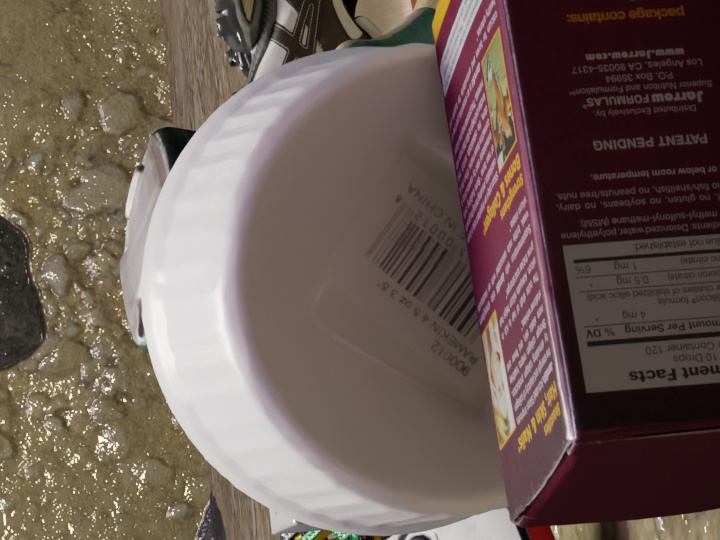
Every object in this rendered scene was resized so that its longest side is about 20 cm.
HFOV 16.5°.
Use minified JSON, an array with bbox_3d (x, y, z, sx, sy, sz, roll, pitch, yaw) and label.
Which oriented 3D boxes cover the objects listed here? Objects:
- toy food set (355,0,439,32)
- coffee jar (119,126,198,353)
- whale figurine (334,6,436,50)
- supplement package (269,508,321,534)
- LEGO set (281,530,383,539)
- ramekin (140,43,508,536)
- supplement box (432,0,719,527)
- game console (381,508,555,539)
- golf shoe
[{"bbox_3d":[0.012,-0.210,1.316,0.200,0.060,0.144,117,147,-74],"label":"toy food set"},{"bbox_3d":[0.000,0.000,1.080,0.104,0.199,0.086,-111,33,-62],"label":"coffee jar"},{"bbox_3d":[0.025,-0.019,1.182,0.104,0.159,0.201,26,126,34],"label":"whale figurine"},{"bbox_3d":[0.002,0.035,1.342,0.117,0.117,0.201,134,130,-77],"label":"supplement package"},{"bbox_3d":[0.025,0.226,1.457,0.154,0.115,0.201,-53,38,31],"label":"LEGO set"},{"bbox_3d":[0.021,0.005,0.979,0.098,0.199,0.202,168,97,-73],"label":"ramekin"},{"bbox_3d":[0.087,-0.023,0.865,0.110,0.085,0.201,110,154,-68],"label":"supplement box"},{"bbox_3d":[0.043,0.210,1.092,0.177,0.031,0.201,-39,59,33],"label":"game console"},{"bbox_3d":[-0.021,-0.081,1.254,0.078,0.094,0.201,75,-171,-76],"label":"golf shoe"}]
